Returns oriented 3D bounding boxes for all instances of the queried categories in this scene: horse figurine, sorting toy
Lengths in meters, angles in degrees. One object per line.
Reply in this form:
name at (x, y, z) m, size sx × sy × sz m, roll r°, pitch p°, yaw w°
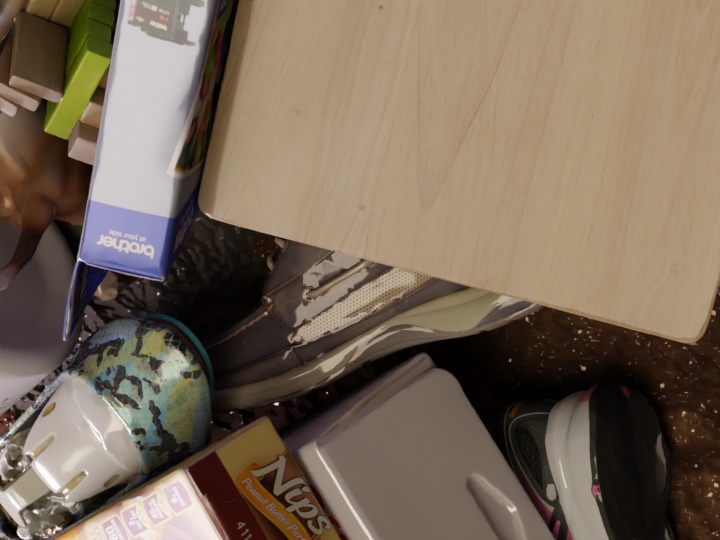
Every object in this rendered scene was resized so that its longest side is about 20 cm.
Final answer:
horse figurine at (-0.170, -0.062, 1.115) m, size 0.200 × 0.132 × 0.050 m, roll 51°, pitch 128°, yaw 5°
sorting toy at (0.058, -0.099, 0.995) m, size 0.198 × 0.070 × 0.201 m, roll 15°, pitch 108°, yaw 5°

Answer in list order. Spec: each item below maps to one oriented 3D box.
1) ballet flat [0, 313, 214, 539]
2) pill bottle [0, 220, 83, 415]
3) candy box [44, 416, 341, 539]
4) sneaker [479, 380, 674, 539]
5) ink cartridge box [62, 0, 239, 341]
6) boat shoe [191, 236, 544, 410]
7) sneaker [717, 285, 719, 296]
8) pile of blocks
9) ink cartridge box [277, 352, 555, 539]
ballet flat at (-0.120, 0.078, 1.145) m, size 0.074 × 0.074 × 0.200 m, roll 39°, pitch 151°, yaw -3°
pill bottle at (-0.225, 0.045, 1.187) m, size 0.114 × 0.114 × 0.200 m, roll 46°, pitch 124°, yaw -8°
candy box at (-0.079, 0.149, 1.097) m, size 0.200 × 0.055 × 0.116 m, roll -32°, pitch 88°, yaw 47°
sneaker at (0.098, 0.139, 1.148) m, size 0.086 × 0.080 × 0.201 m, roll -1°, pitch 110°, yaw 35°
ink cartridge box at (-0.070, -0.081, 0.999) m, size 0.042 × 0.119 × 0.201 m, roll 14°, pitch 110°, yaw 0°
boat shoe at (0.000, 0.000, 1.108) m, size 0.199 × 0.074 × 0.074 m, roll -20°, pitch 98°, yaw 22°
sneaker at (0.203, 0.041, 1.036) m, size 0.200 × 0.082 × 0.078 m, roll 47°, pitch 124°, yaw -7°
pile of blocks at (-0.145, -0.115, 1.086) m, size 0.199 × 0.082 × 0.062 m, roll 34°, pitch 124°, yaw 1°
ink cartridge box at (-0.012, 0.143, 1.136) m, size 0.200 × 0.084 × 0.146 m, roll -33°, pitch 91°, yaw 49°
